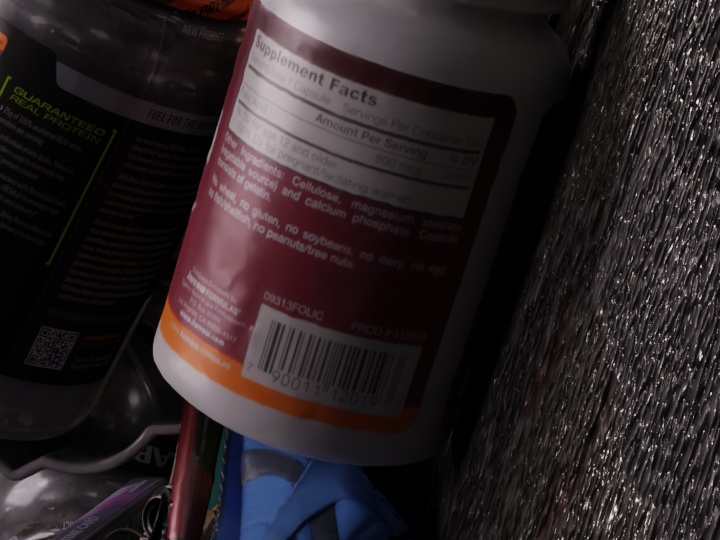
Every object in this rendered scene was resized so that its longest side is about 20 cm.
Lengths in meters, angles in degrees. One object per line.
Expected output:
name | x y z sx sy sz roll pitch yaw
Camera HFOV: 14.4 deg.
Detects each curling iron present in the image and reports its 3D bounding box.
curling iron | -0.064 0.033 1.076 0.049 0.026 0.201 -12 60 43

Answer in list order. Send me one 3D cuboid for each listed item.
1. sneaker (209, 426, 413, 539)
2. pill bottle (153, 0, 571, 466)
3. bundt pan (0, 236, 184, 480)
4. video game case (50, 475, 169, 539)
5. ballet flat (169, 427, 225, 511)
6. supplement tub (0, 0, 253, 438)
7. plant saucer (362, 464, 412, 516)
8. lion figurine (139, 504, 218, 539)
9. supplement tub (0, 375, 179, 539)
sneaker | -0.015 0.097 1.016 0.200 0.078 0.066 -88 -1 -62
pill bottle | 0.006 -0.044 0.994 0.114 0.114 0.201 -86 14 -72
bundt pan | -0.128 -0.007 1.237 0.076 0.201 0.202 43 -118 -80
video game case | -0.113 0.176 1.113 0.200 0.019 0.143 -33 -58 -68
ballet flat | -0.038 0.042 1.155 0.200 0.068 0.067 -69 -10 21
supplement tub | -0.117 -0.049 1.067 0.200 0.122 0.123 -61 8 19
plant saucer | -0.015 0.130 1.156 0.200 0.034 0.201 -164 90 -87
lion figurine | -0.082 0.194 1.096 0.122 0.072 0.201 -49 -28 -79
supplement tub | -0.106 0.082 1.326 0.123 0.122 0.200 112 168 -52
